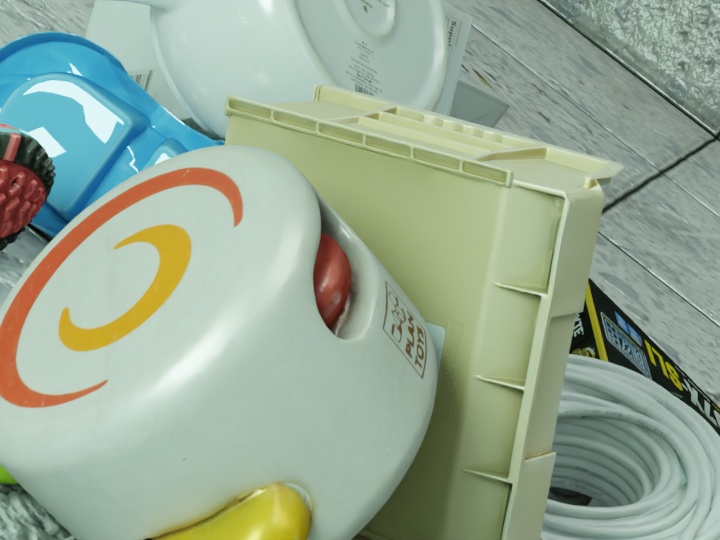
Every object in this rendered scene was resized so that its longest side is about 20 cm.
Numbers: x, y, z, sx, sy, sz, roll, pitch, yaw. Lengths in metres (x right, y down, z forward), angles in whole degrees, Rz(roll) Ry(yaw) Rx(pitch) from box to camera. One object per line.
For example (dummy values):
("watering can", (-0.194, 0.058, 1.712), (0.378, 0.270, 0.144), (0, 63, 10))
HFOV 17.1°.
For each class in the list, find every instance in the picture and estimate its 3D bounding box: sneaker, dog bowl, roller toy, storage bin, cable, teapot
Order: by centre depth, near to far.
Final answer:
("roller toy", (-0.063, 0.051, 1.060), (0.200, 0.183, 0.140), (15, -29, 54))
("storage bin", (0.020, 0.027, 1.177), (0.198, 0.201, 0.094), (17, 13, 32))
("sneaker", (-0.243, -0.068, 1.242), (0.096, 0.079, 0.200), (44, 17, 33))
("cable", (0.117, 0.124, 1.338), (0.200, 0.069, 0.200), (30, 37, 28))
("dog bowl", (-0.138, -0.052, 1.375), (0.200, 0.112, 0.050), (37, 3, 4))
("teapot", (-0.051, -0.140, 1.389), (0.200, 0.146, 0.197), (62, 36, -15))

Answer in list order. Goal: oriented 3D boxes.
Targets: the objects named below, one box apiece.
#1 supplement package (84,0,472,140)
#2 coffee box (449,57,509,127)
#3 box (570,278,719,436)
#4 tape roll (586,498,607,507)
("supplement package", (-0.060, -0.131, 1.579), (0.200, 0.151, 0.152), (24, -15, -39))
("coffee box", (0.020, -0.159, 2.000), (0.080, 0.113, 0.200), (21, 22, -44))
("box", (0.204, 0.116, 1.609), (0.200, 0.049, 0.160), (43, 19, -26))
("tape roll", (0.215, 0.204, 1.450), (0.202, 0.071, 0.203), (33, 17, -11))
